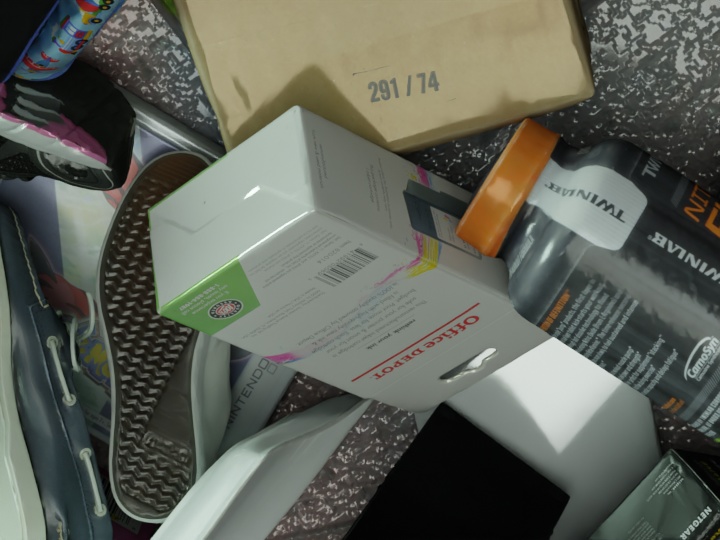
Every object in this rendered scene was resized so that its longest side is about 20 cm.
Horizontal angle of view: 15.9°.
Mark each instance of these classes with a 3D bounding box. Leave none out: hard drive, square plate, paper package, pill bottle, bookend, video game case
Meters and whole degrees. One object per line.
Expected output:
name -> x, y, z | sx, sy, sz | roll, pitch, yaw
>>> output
hard drive -> 0.094, 0.065, 1.440 | 0.131, 0.027, 0.201 | -10, 105, 8
square plate -> -0.084, 0.148, 1.394 | 0.028, 0.198, 0.200 | 41, 106, 9
paper package -> 0.005, -0.156, 1.342 | 0.199, 0.104, 0.192 | -16, 106, 8
pill bottle -> 0.148, 0.004, 1.304 | 0.199, 0.106, 0.107 | 32, 106, 1
bookend -> 0.004, 0.203, 1.379 | 0.092, 0.199, 0.200 | 36, 116, 3
video game case -> -0.122, 0.009, 1.442 | 0.199, 0.023, 0.183 | 30, 106, -4

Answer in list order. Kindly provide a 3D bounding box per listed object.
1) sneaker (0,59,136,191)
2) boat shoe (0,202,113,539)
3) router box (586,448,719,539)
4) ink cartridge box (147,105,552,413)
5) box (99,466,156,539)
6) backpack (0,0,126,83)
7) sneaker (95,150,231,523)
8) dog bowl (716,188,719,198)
sneaker -> -0.210, -0.077, 1.396 | 0.199, 0.080, 0.087 | 21, 125, 21
boat shoe -> -0.175, 0.057, 1.381 | 0.062, 0.075, 0.201 | -6, 74, -29
router box -> 0.150, 0.187, 1.409 | 0.200, 0.149, 0.051 | -50, 62, 16
ink cartridge box -> 0.000, 0.000, 1.348 | 0.117, 0.068, 0.200 | -32, 141, 31
box -> -0.241, 0.181, 1.465 | 0.175, 0.097, 0.200 | 32, 105, -5
backpack -> -0.197, -0.214, 1.310 | 0.134, 0.183, 0.201 | 4, 67, -24
sneaker -> -0.105, 0.037, 1.410 | 0.072, 0.085, 0.201 | 5, 85, 7
dog bowl -> 0.281, -0.011, 1.378 | 0.199, 0.074, 0.201 | 1, 107, 4
